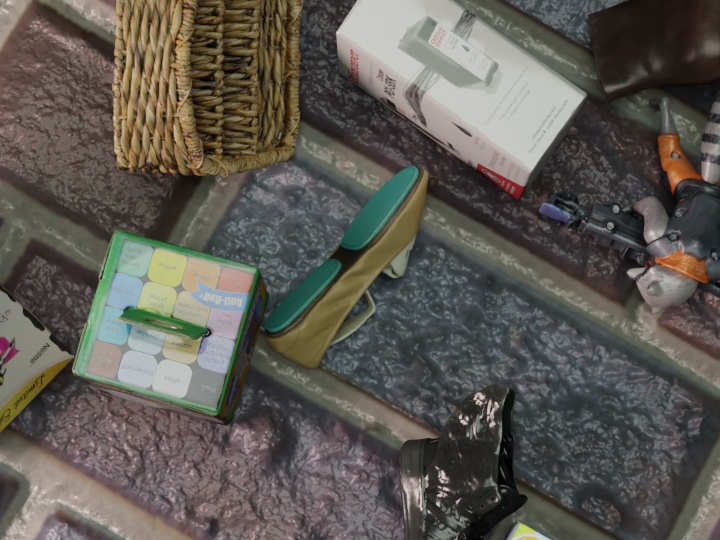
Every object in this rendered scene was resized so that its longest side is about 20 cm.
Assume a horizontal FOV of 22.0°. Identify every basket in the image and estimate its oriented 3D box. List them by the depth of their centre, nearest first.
[{"bbox_3d":[-0.124,-0.180,1.530,0.148,0.143,0.201,4,103,0],"label":"basket"}]

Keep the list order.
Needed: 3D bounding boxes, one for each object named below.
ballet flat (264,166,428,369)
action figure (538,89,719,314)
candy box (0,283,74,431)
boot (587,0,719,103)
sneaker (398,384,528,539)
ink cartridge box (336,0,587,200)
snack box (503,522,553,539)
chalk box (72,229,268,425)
[{"bbox_3d":[0.000,0.000,1.581,0.200,0.069,0.063,-48,113,-5],"label":"ballet flat"},{"bbox_3d":[0.260,-0.060,1.569,0.199,0.105,0.194,16,71,-2],"label":"action figure"},{"bbox_3d":[-0.343,0.054,1.492,0.136,0.200,0.061,-47,47,-7],"label":"candy box"},{"bbox_3d":[0.277,-0.245,1.610,0.166,0.072,0.201,-12,57,15],"label":"boot"},{"bbox_3d":[0.090,0.200,1.532,0.104,0.060,0.201,-10,78,20],"label":"sneaker"},{"bbox_3d":[0.080,-0.158,1.556,0.200,0.147,0.083,36,84,5],"label":"ink cartridge box"},{"bbox_3d":[0.176,0.327,1.523,0.199,0.068,0.169,29,81,2],"label":"snack box"},{"bbox_3d":[-0.151,0.046,1.492,0.124,0.200,0.124,16,81,1],"label":"chalk box"}]
